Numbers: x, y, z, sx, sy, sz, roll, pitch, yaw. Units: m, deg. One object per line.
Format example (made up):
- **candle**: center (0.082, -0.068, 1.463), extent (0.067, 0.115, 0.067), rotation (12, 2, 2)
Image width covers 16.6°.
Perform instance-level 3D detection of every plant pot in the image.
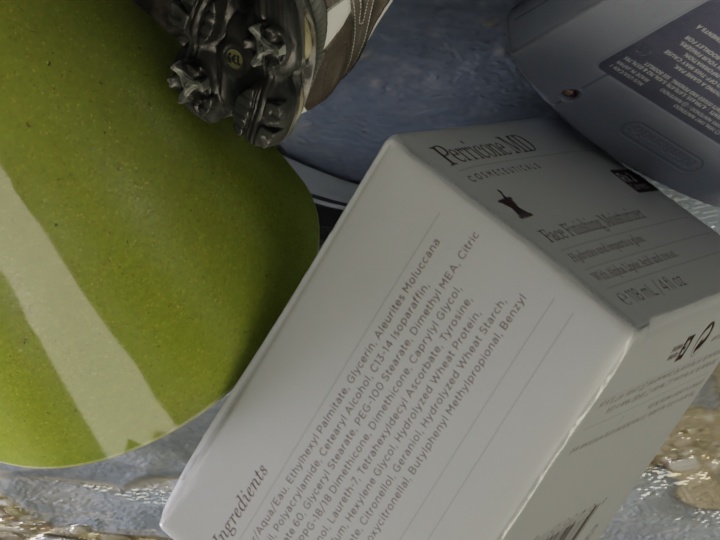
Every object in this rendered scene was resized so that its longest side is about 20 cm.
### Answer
- **plant pot**: center (-0.141, -0.054, 1.015), extent (0.186, 0.188, 0.200), rotation (-13, 132, 21)

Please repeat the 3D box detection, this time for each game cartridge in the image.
- **game cartridge**: center (0.164, -0.084, 1.074), extent (0.200, 0.041, 0.133), rotation (27, 136, -36)

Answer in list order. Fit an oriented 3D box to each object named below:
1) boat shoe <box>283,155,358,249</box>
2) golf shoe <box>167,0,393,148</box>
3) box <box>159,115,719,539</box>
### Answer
- **boat shoe**: center (0.000, 0.000, 1.182), extent (0.199, 0.064, 0.071), rotation (15, 145, -23)
- **golf shoe**: center (-0.015, -0.147, 0.952), extent (0.078, 0.094, 0.201), rotation (36, 129, 19)
- **box**: center (0.049, 0.053, 1.056), extent (0.201, 0.131, 0.199), rotation (-58, 163, 19)
